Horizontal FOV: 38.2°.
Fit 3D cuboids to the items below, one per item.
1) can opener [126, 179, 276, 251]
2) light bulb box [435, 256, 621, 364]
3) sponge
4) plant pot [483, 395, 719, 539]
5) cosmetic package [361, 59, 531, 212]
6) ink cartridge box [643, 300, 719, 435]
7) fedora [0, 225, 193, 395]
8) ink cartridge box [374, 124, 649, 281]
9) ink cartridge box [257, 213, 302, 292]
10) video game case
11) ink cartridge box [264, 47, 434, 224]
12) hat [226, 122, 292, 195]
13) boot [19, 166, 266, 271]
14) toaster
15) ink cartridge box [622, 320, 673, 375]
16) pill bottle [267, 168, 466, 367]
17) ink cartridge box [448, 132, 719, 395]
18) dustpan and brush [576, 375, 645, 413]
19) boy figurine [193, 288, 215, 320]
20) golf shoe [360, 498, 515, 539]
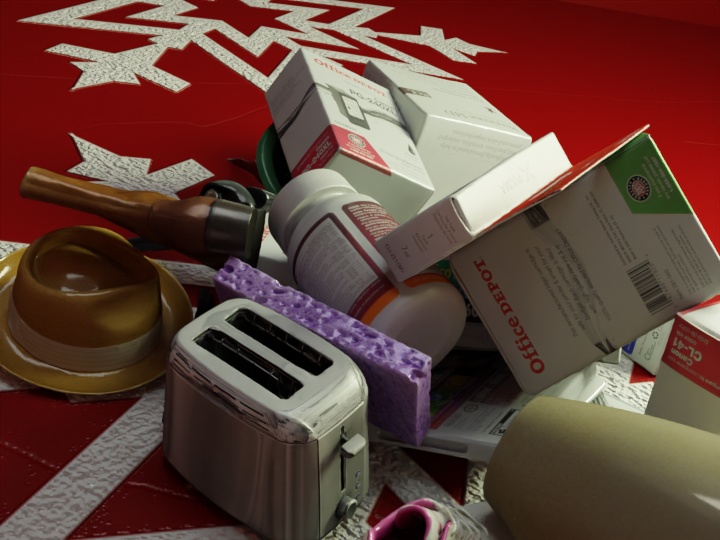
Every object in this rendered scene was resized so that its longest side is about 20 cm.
[{"bbox_3d":[-0.181,-0.049,1.102,0.198,0.064,0.078,-13,-21,31],"label":"can opener"},{"bbox_3d":[0.168,0.007,1.063,0.196,0.126,0.200,5,9,10],"label":"light bulb box"},{"bbox_3d":[-0.030,0.068,0.866,0.199,0.112,0.030,26,60,22],"label":"sponge"},{"bbox_3d":[0.196,0.181,0.761,0.199,0.189,0.187,28,30,30],"label":"plant pot"},{"bbox_3d":[0.087,-0.151,1.360,0.163,0.166,0.200,7,26,-28],"label":"cosmetic package"},{"bbox_3d":[0.316,0.129,0.899,0.147,0.202,0.085,-10,33,-39],"label":"ink cartridge box"},{"bbox_3d":[-0.246,0.019,0.939,0.198,0.082,0.202,11,45,-11],"label":"fedora"},{"bbox_3d":[0.129,-0.073,0.869,0.200,0.173,0.044,-33,91,-50],"label":"ink cartridge box"},{"bbox_3d":[-0.030,0.008,1.103,0.198,0.088,0.146,14,27,8],"label":"ink cartridge box"},{"bbox_3d":[0.101,0.116,0.963,0.181,0.023,0.200,5,20,31],"label":"video game case"},{"bbox_3d":[-0.016,-0.152,1.214,0.144,0.083,0.201,19,35,-35],"label":"ink cartridge box"},{"bbox_3d":[-0.097,-0.083,1.324,0.165,0.176,0.201,37,43,-14],"label":"hat"},{"bbox_3d":[-0.190,-0.039,0.940,0.198,0.069,0.188,11,1,1],"label":"boot"},{"bbox_3d":[-0.079,0.112,0.816,0.199,0.130,0.113,29,40,29],"label":"toaster"},{"bbox_3d":[0.291,0.027,1.204,0.037,0.096,0.200,-8,34,-37],"label":"ink cartridge box"},{"bbox_3d":[0.000,0.000,0.949,0.109,0.110,0.200,-7,42,-35],"label":"pill bottle"},{"bbox_3d":[0.196,-0.006,0.908,0.147,0.199,0.084,59,13,-3],"label":"ink cartridge box"},{"bbox_3d":[0.186,0.138,0.971,0.139,0.058,0.199,24,38,37],"label":"dustpan and brush"},{"bbox_3d":[-0.061,0.072,0.987,0.198,0.065,0.125,8,36,-2],"label":"boy figurine"},{"bbox_3d":[0.059,0.204,0.760,0.075,0.092,0.199,30,29,32],"label":"golf shoe"}]
